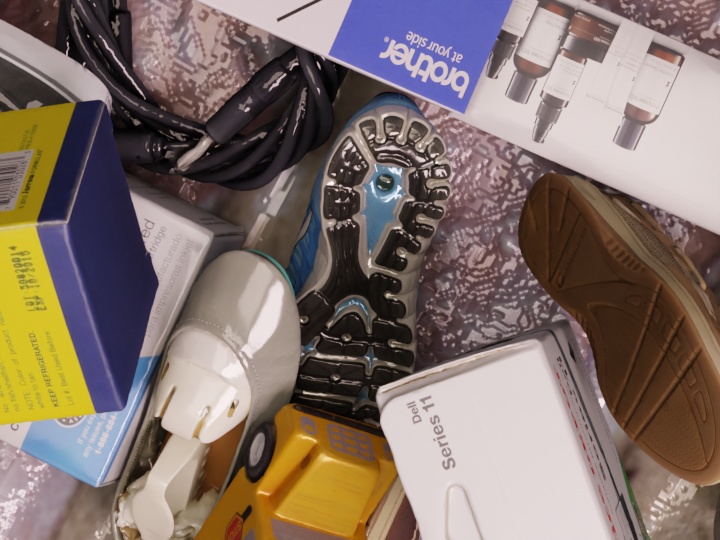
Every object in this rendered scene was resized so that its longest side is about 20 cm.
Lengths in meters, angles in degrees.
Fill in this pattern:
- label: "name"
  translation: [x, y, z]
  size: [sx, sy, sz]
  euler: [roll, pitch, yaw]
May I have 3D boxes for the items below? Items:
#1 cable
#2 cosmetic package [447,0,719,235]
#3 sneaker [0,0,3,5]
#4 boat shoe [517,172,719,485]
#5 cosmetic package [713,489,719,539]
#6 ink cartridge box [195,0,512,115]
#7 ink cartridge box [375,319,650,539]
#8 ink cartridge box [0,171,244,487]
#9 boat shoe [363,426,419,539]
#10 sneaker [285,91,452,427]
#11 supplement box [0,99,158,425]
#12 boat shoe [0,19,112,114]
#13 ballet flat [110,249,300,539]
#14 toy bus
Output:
- label: "cable"
  translation: [-0.078, -0.142, 1.324]
  size: [0.163, 0.051, 0.200]
  euler: [14, 102, 22]
- label: "cosmetic package"
  translation: [0.152, -0.073, 1.312]
  size: [0.200, 0.051, 0.083]
  euler: [24, 96, 8]
- label: "sneaker"
  translation: [-0.182, -0.216, 1.353]
  size: [0.076, 0.092, 0.200]
  euler: [23, 71, 2]
- label: "boat shoe"
  translation: [0.146, 0.023, 1.258]
  size: [0.071, 0.064, 0.200]
  euler: [-61, 39, 32]
- label: "cosmetic package"
  translation: [0.220, 0.059, 1.247]
  size: [0.073, 0.104, 0.200]
  euler: [9, 111, 2]
- label: "ink cartridge box"
  translation: [-0.017, -0.152, 1.249]
  size: [0.200, 0.044, 0.094]
  euler: [21, 94, -37]
- label: "ink cartridge box"
  translation: [0.079, 0.106, 1.253]
  size: [0.083, 0.200, 0.147]
  euler: [-20, 89, 9]
- label: "ink cartridge box"
  translation: [-0.183, 0.002, 1.350]
  size: [0.200, 0.084, 0.145]
  euler: [26, 95, 8]
- label: "boat shoe"
  translation: [0.002, 0.176, 1.342]
  size: [0.072, 0.072, 0.200]
  euler: [20, 94, -23]
- label: "sneaker"
  translation: [0.000, 0.000, 1.328]
  size: [0.078, 0.090, 0.200]
  euler: [18, 114, -7]
- label: "supplement box"
  translation: [-0.210, 0.003, 1.238]
  size: [0.200, 0.110, 0.109]
  euler: [-7, 123, 10]
- label: "boat shoe"
  translation: [-0.220, -0.106, 1.286]
  size: [0.200, 0.069, 0.057]
  euler: [26, 63, 5]
- label: "ballet flat"
  translation: [-0.079, 0.078, 1.300]
  size: [0.067, 0.064, 0.200]
  euler: [31, 131, 13]
- label: "toy bus"
  translation: [-0.052, 0.161, 1.297]
  size: [0.065, 0.078, 0.200]
  euler: [19, 122, -24]
